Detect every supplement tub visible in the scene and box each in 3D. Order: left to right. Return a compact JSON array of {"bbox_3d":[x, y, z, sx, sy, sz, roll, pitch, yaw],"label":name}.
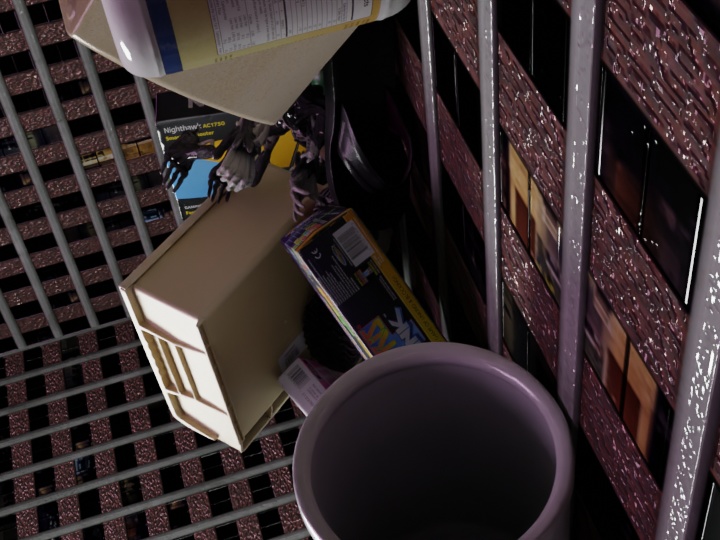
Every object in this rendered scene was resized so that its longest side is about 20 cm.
[{"bbox_3d":[-0.048,-0.196,0.604,0.144,0.197,0.147,164,90,-83],"label":"supplement tub"}]

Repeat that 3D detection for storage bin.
[{"bbox_3d":[-0.104,0.033,1.074,0.093,0.200,0.200,21,143,28],"label":"storage bin"}]

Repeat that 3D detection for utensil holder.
[{"bbox_3d":[0.056,0.176,0.732,0.202,0.167,0.171,77,173,-45],"label":"utensil holder"}]

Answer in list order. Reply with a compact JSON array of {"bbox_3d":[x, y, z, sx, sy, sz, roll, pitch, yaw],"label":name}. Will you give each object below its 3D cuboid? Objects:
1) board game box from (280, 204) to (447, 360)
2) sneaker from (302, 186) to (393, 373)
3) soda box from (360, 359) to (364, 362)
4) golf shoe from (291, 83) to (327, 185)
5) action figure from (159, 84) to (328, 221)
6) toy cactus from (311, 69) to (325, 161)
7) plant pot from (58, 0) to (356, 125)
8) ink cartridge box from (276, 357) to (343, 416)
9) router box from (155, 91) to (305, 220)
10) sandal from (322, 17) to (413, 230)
[{"bbox_3d":[0.019,0.044,0.896,0.201,0.056,0.165,54,174,-8],"label":"board game box"},{"bbox_3d":[0.000,-0.001,1.057,0.070,0.093,0.203,20,123,25],"label":"sneaker"},{"bbox_3d":[0.004,0.041,1.244,0.068,0.063,0.202,83,170,-46],"label":"soda box"},{"bbox_3d":[-0.015,-0.106,1.121,0.095,0.077,0.203,-57,-47,-67],"label":"golf shoe"},{"bbox_3d":[-0.073,-0.099,0.947,0.198,0.118,0.104,-15,62,42],"label":"action figure"},{"bbox_3d":[-0.057,-0.173,1.007,0.166,0.198,0.103,56,-136,-27],"label":"toy cactus"},{"bbox_3d":[-0.113,-0.243,0.784,0.200,0.175,0.202,-41,59,45],"label":"plant pot"},{"bbox_3d":[-0.012,0.138,1.124,0.095,0.037,0.200,47,-177,17],"label":"ink cartridge box"},{"bbox_3d":[-0.113,-0.136,1.232,0.150,0.196,0.052,82,178,-49],"label":"router box"},{"bbox_3d":[0.009,-0.108,0.885,0.048,0.075,0.203,41,150,44],"label":"sandal"}]
